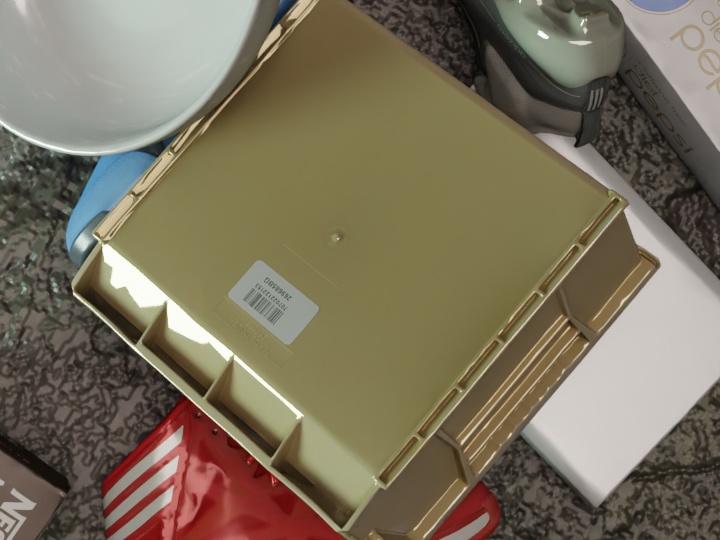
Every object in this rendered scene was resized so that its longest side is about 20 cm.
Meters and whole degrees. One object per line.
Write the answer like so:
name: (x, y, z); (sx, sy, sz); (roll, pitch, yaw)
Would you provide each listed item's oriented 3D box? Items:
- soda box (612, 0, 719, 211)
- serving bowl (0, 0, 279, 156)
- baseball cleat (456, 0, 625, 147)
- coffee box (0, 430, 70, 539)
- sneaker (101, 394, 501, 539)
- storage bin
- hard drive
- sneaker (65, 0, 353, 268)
soda box: (0.167, -0.126, 0.952); (0.068, 0.064, 0.201); (-37, 90, -7)
serving bowl: (-0.114, -0.156, 0.869); (0.199, 0.066, 0.202); (3, 96, 26)
baseball cleat: (0.062, -0.136, 0.920); (0.069, 0.107, 0.200); (-10, 44, -21)
coffee box: (-0.242, 0.156, 0.880); (0.114, 0.080, 0.201); (36, 84, -5)
sneaker: (-0.035, 0.106, 0.909); (0.198, 0.078, 0.117); (-15, 89, -8)
storage bin: (0.000, 0.000, 0.870); (0.200, 0.094, 0.199); (39, 84, 24)
hard drive: (0.097, 0.005, 0.955); (0.132, 0.027, 0.200); (-44, 91, -7)
sneaker: (-0.092, -0.090, 0.927); (0.078, 0.066, 0.200); (38, 84, 13)
